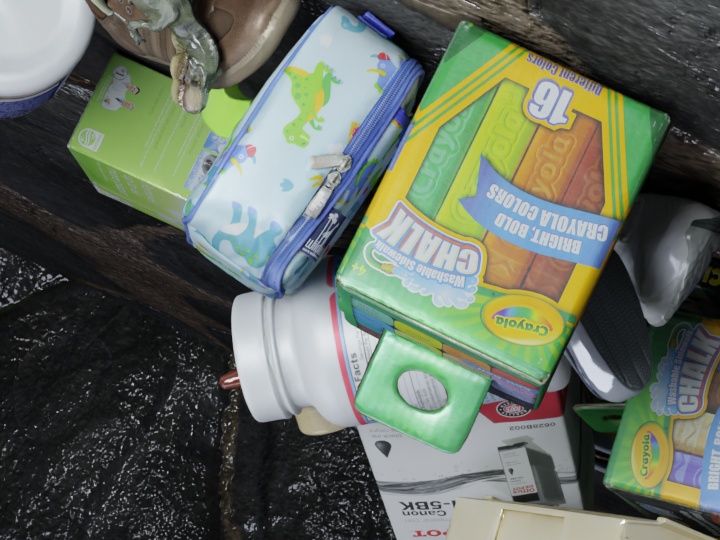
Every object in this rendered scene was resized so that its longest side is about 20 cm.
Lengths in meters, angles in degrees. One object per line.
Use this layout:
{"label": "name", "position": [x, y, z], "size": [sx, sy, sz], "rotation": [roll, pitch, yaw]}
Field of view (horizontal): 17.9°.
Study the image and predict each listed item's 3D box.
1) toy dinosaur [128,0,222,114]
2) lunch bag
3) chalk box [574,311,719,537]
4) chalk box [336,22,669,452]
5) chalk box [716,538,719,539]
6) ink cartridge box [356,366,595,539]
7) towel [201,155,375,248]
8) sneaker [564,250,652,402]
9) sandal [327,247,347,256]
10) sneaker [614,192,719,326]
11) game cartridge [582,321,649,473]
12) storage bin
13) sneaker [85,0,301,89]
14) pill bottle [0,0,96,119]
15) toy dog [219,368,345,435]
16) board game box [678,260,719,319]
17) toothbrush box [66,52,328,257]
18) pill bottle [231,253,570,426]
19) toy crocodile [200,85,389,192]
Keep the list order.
{"label": "toy dinosaur", "position": [-0.139, -0.177, 1.253], "size": [0.088, 0.047, 0.200], "rotation": [12, 142, 45]}
{"label": "lunch bag", "position": [-0.030, -0.066, 1.323], "size": [0.082, 0.161, 0.200], "rotation": [34, 174, 0]}
{"label": "chalk box", "position": [0.241, 0.107, 1.489], "size": [0.199, 0.125, 0.125], "rotation": [14, 169, 26]}
{"label": "chalk box", "position": [0.065, -0.006, 1.218], "size": [0.124, 0.201, 0.124], "rotation": [24, 171, 6]}
{"label": "chalk box", "position": [0.306, 0.145, 1.639], "size": [0.199, 0.125, 0.125], "rotation": [18, -174, 39]}
{"label": "ink cartridge box", "position": [0.079, 0.104, 1.577], "size": [0.146, 0.083, 0.200], "rotation": [-5, 140, 12]}
{"label": "towel", "position": [-0.002, -0.041, 1.545], "size": [0.190, 0.032, 0.200], "rotation": [7, -171, -15]}
{"label": "sneaker", "position": [0.098, -0.006, 1.337], "size": [0.073, 0.071, 0.201], "rotation": [-21, -102, -50]}
{"label": "sandal", "position": [0.000, 0.000, 1.536], "size": [0.199, 0.045, 0.075], "rotation": [10, -170, 7]}
{"label": "sneaker", "position": [0.158, -0.016, 1.388], "size": [0.087, 0.075, 0.200], "rotation": [36, 168, -8]}
{"label": "game cartridge", "position": [0.151, 0.071, 1.705], "size": [0.199, 0.134, 0.042], "rotation": [22, 150, -11]}
{"label": "storage bin", "position": [0.179, 0.222, 1.506], "size": [0.198, 0.094, 0.200], "rotation": [24, 167, -29]}
{"label": "sneaker", "position": [-0.110, -0.154, 1.330], "size": [0.075, 0.071, 0.200], "rotation": [33, 168, -29]}
{"label": "pill bottle", "position": [-0.240, -0.160, 1.510], "size": [0.115, 0.116, 0.200], "rotation": [27, 171, -10]}
{"label": "toy dog", "position": [-0.042, 0.052, 1.634], "size": [0.096, 0.133, 0.200], "rotation": [-9, 176, 12]}
{"label": "board game box", "position": [0.248, 0.031, 1.557], "size": [0.104, 0.024, 0.200], "rotation": [16, 168, 29]}
{"label": "toothbrush box", "position": [-0.109, -0.074, 1.756], "size": [0.199, 0.086, 0.146], "rotation": [23, 171, 7]}
{"label": "pill bottle", "position": [0.026, 0.038, 1.428], "size": [0.199, 0.109, 0.109], "rotation": [-10, 163, 9]}
{"label": "toy crocodile", "position": [-0.021, -0.088, 1.519], "size": [0.199, 0.062, 0.067], "rotation": [17, -168, 34]}
